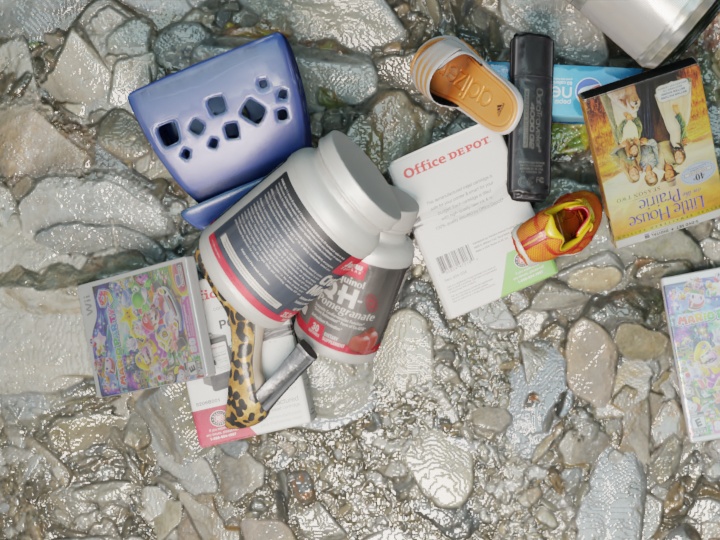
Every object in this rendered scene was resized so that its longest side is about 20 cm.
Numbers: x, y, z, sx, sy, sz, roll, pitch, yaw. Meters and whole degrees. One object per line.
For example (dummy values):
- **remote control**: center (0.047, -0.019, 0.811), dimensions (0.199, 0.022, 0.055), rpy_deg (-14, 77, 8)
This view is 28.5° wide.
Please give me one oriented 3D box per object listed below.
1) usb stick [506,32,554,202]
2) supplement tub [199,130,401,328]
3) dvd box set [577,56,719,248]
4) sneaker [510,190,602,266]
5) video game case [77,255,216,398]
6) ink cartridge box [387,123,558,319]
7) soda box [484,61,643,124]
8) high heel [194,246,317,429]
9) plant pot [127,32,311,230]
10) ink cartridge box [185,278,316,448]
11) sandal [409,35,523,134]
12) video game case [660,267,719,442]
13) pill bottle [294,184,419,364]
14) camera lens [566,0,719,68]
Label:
- **usb stick**: center (0.201, -0.182, 1.677), dimensions (0.055, 0.033, 0.203), rpy_deg (3, 83, -10)
- **supplement tub**: center (-0.067, -0.045, 1.570), dimensions (0.199, 0.140, 0.141), rpy_deg (-38, 86, 16)
- **dvd box set**: center (0.351, -0.139, 1.697), dimensions (0.144, 0.029, 0.202), rpy_deg (-16, 115, 2)
- **sneaker**: center (0.251, -0.053, 1.669), dimensions (0.077, 0.200, 0.074), rpy_deg (-27, 93, 34)
- **video game case**: center (-0.263, 0.071, 1.722), dimensions (0.198, 0.018, 0.145), rpy_deg (-13, 87, 38)
- **ink cartridge box**: center (0.134, -0.061, 1.725), dimensions (0.144, 0.084, 0.202), rpy_deg (-22, 87, 1)
- **soda box**: center (0.242, -0.215, 1.732), dimensions (0.197, 0.068, 0.065), rpy_deg (4, 89, 3)
- **high heel**: center (-0.161, 0.082, 1.668), dimensions (0.143, 0.071, 0.200), rpy_deg (-46, 79, 15)
- **plant pot**: center (-0.147, -0.157, 1.692), dimensions (0.198, 0.200, 0.182), rpy_deg (-21, 93, 2)
- **ink cartridge box**: center (-0.146, 0.100, 1.736), dimensions (0.143, 0.083, 0.203), rpy_deg (-13, 88, 3)
- **sandal**: center (0.115, -0.230, 1.688), dimensions (0.206, 0.059, 0.080), rpy_deg (40, 110, 46)
- **video game case**: center (0.453, 0.097, 1.727), dimensions (0.141, 0.018, 0.203), rpy_deg (-10, 87, 4)
- **pill bottle**: center (0.000, 0.000, 1.686), dimensions (0.109, 0.111, 0.202), rpy_deg (22, 112, 4)
- **camera lens**: center (0.321, -0.347, 1.635), dimensions (0.199, 0.160, 0.160), rpy_deg (40, 91, 0)
